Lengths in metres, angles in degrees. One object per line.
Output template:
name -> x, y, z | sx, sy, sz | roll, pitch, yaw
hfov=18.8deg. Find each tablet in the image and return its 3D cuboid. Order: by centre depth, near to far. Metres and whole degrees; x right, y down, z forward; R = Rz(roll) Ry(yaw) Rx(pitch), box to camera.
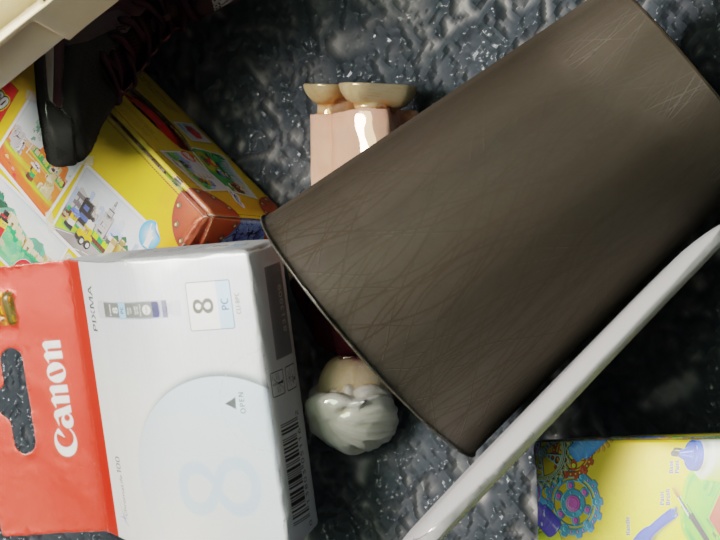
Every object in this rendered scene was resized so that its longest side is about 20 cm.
tablet -> 0.089, 0.061, 1.011 | 0.014, 0.130, 0.200 | 43, 76, 5

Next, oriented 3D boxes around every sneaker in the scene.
sneaker -> -0.117, -0.142, 1.209 | 0.115, 0.076, 0.200 | 2, 54, 0

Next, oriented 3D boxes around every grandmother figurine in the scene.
grandmother figurine -> 0.000, 0.000, 1.173 | 0.121, 0.060, 0.200 | 8, 96, 63

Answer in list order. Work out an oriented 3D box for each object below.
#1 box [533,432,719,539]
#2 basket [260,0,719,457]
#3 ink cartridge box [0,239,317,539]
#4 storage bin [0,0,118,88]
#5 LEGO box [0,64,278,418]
box -> 0.191, 0.172, 0.982 | 0.192, 0.122, 0.200 | -4, 86, 36
basket -> 0.080, -0.030, 1.041 | 0.200, 0.180, 0.136 | -39, 50, 5
ink cartridge box -> -0.129, 0.071, 1.180 | 0.200, 0.047, 0.160 | -5, 98, 21
storage bin -> -0.212, -0.173, 1.130 | 0.200, 0.094, 0.199 | -36, 64, 15
LEGO box -> -0.157, -0.033, 1.271 | 0.200, 0.077, 0.149 | 46, 113, 29
